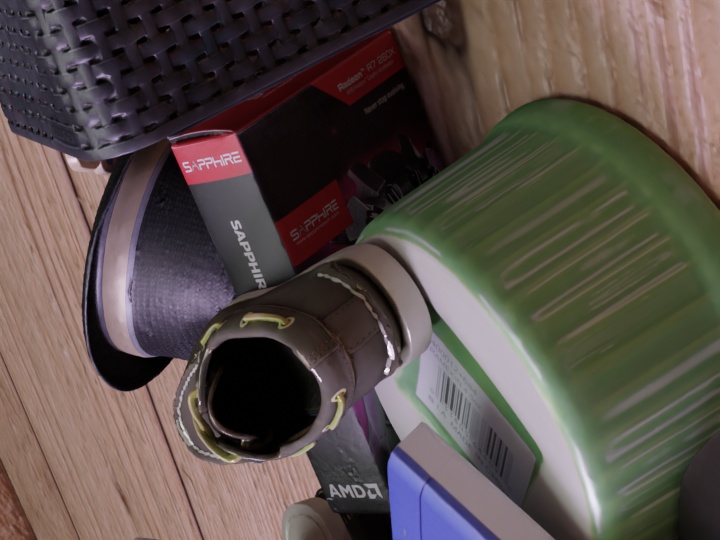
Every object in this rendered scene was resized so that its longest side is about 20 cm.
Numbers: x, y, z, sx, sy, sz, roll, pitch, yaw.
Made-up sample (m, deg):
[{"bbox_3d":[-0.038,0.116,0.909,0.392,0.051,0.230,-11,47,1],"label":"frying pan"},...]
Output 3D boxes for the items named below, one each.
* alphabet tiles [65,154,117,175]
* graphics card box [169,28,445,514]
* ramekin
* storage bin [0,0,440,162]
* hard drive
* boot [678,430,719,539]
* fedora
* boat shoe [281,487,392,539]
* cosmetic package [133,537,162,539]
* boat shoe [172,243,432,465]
[{"bbox_3d":[-0.155,-0.155,0.957,0.200,0.014,0.198,-5,-91,-81],"label":"alphabet tiles"},{"bbox_3d":[0.000,0.000,0.790,0.050,0.125,0.202,-6,113,42],"label":"graphics card box"},{"bbox_3d":[0.080,0.039,0.692,0.200,0.097,0.201,49,157,29],"label":"ramekin"},{"bbox_3d":[-0.052,-0.131,0.640,0.135,0.199,0.095,21,137,60],"label":"storage bin"},{"bbox_3d":[0.090,0.158,0.661,0.200,0.025,0.132,41,160,22],"label":"hard drive"},{"bbox_3d":[0.165,0.101,0.617,0.074,0.075,0.201,53,152,31],"label":"boot"},{"bbox_3d":[-0.092,-0.008,1.011,0.091,0.202,0.202,18,144,17],"label":"fedora"},{"bbox_3d":[0.015,0.215,0.925,0.074,0.060,0.202,-18,91,55],"label":"boat shoe"},{"bbox_3d":[-0.030,0.255,0.797,0.198,0.122,0.203,12,87,46],"label":"cosmetic package"},{"bbox_3d":[-0.043,0.048,0.714,0.072,0.060,0.201,55,147,0],"label":"boat shoe"}]
